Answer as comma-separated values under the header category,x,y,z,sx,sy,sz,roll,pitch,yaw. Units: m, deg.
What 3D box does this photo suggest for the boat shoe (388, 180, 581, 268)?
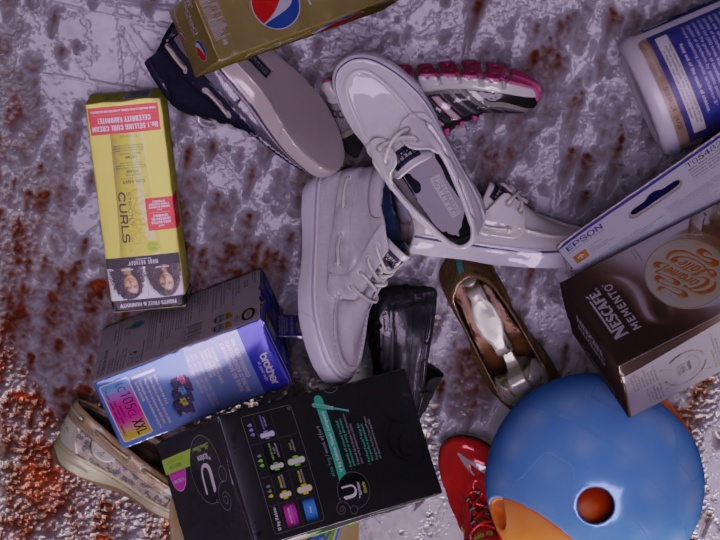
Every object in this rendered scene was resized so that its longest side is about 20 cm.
category,x,y,z,sx,sy,sz,roll,pitch,yaw
boat shoe,0.126,-0.047,1.747,0.199,0.071,0.070,7,107,2

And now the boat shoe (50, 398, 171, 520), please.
category,x,y,z,sx,sy,sz,roll,pitch,yaw
boat shoe,-0.196,0.189,1.803,0.200,0.073,0.063,22,108,-7

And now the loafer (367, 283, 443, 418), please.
category,x,y,z,sx,sy,sz,roll,pitch,yaw
loafer,0.046,0.109,1.789,0.070,0.068,0.201,-6,112,-14

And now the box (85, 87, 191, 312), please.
category,x,y,z,sx,sy,sz,roll,pitch,yaw
box,-0.204,-0.065,1.738,0.075,0.050,0.201,-4,107,0

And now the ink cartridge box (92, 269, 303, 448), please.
category,x,y,z,sx,sy,sz,roll,pitch,yaw
ink cartridge box,-0.139,0.074,1.737,0.200,0.136,0.076,-22,110,5

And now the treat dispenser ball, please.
category,x,y,z,sx,sy,sz,roll,pitch,yaw
treat dispenser ball,0.214,0.194,1.726,0.200,0.201,0.201,0,107,-2

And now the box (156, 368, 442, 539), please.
category,x,y,z,sx,sy,sz,roll,pitch,yaw
box,-0.057,0.181,1.710,0.200,0.148,0.125,-13,81,-31

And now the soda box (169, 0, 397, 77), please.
category,x,y,z,sx,sy,sz,roll,pitch,yaw
soda box,-0.060,-0.234,1.633,0.200,0.068,0.064,-22,92,-24

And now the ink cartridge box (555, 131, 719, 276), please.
category,x,y,z,sx,sy,sz,roll,pitch,yaw
ink cartridge box,0.285,-0.040,1.713,0.199,0.041,0.200,-34,140,7

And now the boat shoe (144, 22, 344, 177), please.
category,x,y,z,sx,sy,sz,roll,pitch,yaw
boat shoe,-0.106,-0.152,1.699,0.093,0.075,0.200,-33,100,41

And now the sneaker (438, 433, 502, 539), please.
category,x,y,z,sx,sy,sz,roll,pitch,yaw
sneaker,0.126,0.247,1.797,0.077,0.085,0.200,-27,76,17

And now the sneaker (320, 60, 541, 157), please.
category,x,y,z,sx,sy,sz,roll,pitch,yaw
sneaker,0.065,-0.141,1.714,0.199,0.074,0.088,-2,107,4

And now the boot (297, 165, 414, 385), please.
category,x,y,z,sx,sy,sz,roll,pitch,yaw
boot,0.000,0.000,1.704,0.095,0.073,0.201,-12,76,33

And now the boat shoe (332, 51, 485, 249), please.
category,x,y,z,sx,sy,sz,roll,pitch,yaw
boat shoe,0.046,-0.106,1.652,0.074,0.065,0.200,-38,100,14

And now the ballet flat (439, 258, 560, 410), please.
category,x,y,z,sx,sy,sz,roll,pitch,yaw
ballet flat,0.136,0.073,1.779,0.068,0.072,0.200,-25,106,7

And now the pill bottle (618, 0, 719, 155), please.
category,x,y,z,sx,sy,sz,roll,pitch,yaw
pill bottle,0.343,-0.192,1.683,0.200,0.116,0.116,-23,106,6

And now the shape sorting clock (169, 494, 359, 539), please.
category,x,y,z,sx,sy,sz,roll,pitch,yaw
shape sorting clock,-0.091,0.241,1.790,0.200,0.039,0.201,6,76,-27

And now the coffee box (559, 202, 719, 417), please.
category,x,y,z,sx,sy,sz,roll,pitch,yaw
coffee box,0.294,0.027,1.664,0.200,0.114,0.080,-27,139,-6
